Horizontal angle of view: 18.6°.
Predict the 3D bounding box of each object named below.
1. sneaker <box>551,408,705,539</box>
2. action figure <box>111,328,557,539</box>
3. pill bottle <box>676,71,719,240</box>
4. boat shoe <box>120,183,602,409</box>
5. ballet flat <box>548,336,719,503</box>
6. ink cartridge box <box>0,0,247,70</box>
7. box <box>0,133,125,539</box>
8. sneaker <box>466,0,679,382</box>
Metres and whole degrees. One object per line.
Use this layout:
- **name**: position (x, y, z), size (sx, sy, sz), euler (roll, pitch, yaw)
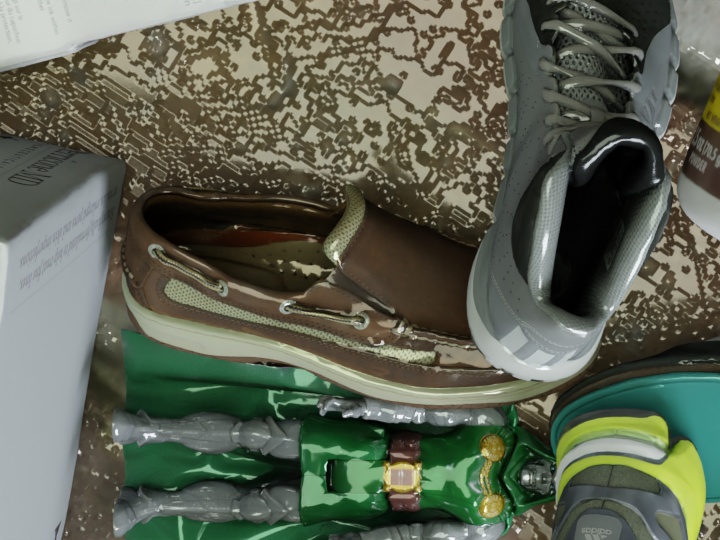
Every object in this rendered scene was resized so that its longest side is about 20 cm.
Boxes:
- **sneaker**: position (0.107, 0.155, 0.896), size (0.074, 0.081, 0.201), euler (-1, 126, 22)
- **action figure**: position (-0.005, 0.084, 0.936), size (0.199, 0.055, 0.119), euler (-1, 98, 3)
- **pill bottle**: position (0.195, -0.094, 0.773), size (0.109, 0.109, 0.201), euler (21, 102, 2)
- **boat shoe**: position (-0.001, 0.005, 0.894), size (0.201, 0.075, 0.075), euler (5, 139, 5)
- **ballet flat**: position (0.177, 0.054, 0.891), size (0.199, 0.068, 0.068), euler (-5, 111, 24)
- **ink cartridge box**: position (-0.141, -0.187, 0.892), size (0.175, 0.045, 0.201), euler (-13, 100, 10)
- **box**: position (-0.189, 0.051, 0.873), size (0.130, 0.199, 0.201), euler (13, 102, 3)
- **sneaker**: position (0.094, -0.061, 0.834), size (0.075, 0.115, 0.201), euler (10, 79, -8)
